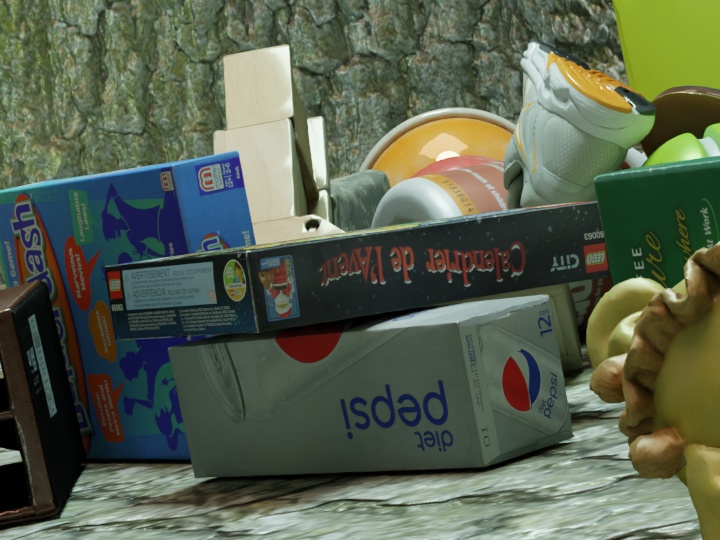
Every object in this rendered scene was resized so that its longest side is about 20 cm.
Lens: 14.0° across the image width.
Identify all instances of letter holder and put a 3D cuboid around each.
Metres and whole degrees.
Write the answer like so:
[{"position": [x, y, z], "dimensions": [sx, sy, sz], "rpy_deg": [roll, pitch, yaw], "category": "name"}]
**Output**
[{"position": [-0.222, 0.074, 1.470], "dimensions": [0.142, 0.101, 0.200], "rpy_deg": [-13, 4, -1], "category": "letter holder"}]

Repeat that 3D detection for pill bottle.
[{"position": [0.116, -0.016, 1.740], "dimensions": [0.200, 0.112, 0.112], "rpy_deg": [-13, 4, -28], "category": "pill bottle"}]

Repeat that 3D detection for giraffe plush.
[{"position": [0.161, 0.024, 0.896], "dimensions": [0.162, 0.200, 0.173], "rpy_deg": [-39, 5, 6], "category": "giraffe plush"}]

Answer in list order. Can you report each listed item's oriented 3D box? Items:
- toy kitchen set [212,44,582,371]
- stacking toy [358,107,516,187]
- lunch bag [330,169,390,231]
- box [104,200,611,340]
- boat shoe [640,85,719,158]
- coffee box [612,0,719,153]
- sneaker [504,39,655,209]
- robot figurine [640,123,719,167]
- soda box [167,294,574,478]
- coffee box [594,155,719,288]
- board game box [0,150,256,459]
[{"position": [0.025, -0.008, 1.638], "dimensions": [0.180, 0.200, 0.163], "rpy_deg": [-10, -38, 7], "category": "toy kitchen set"}, {"position": [0.073, -0.018, 1.973], "dimensions": [0.146, 0.146, 0.200], "rpy_deg": [-11, 19, -2], "category": "stacking toy"}, {"position": [-0.079, 0.012, 1.880], "dimensions": [0.200, 0.118, 0.164], "rpy_deg": [-16, 3, 14], "category": "lunch bag"}, {"position": [0.000, 0.000, 1.382], "dimensions": [0.200, 0.038, 0.137], "rpy_deg": [-9, 1, -33], "category": "box"}, {"position": [0.259, -0.053, 1.720], "dimensions": [0.200, 0.070, 0.070], "rpy_deg": [28, 26, 7], "category": "boat shoe"}, {"position": [0.307, -0.108, 1.898], "dimensions": [0.198, 0.200, 0.200], "rpy_deg": [-13, 4, -23], "category": "coffee box"}, {"position": [0.109, -0.071, 1.640], "dimensions": [0.076, 0.092, 0.200], "rpy_deg": [27, 8, 0], "category": "sneaker"}, {"position": [0.230, -0.027, 1.556], "dimensions": [0.200, 0.116, 0.175], "rpy_deg": [-11, 12, -3], "category": "robot figurine"}, {"position": [0.002, 0.055, 1.355], "dimensions": [0.063, 0.068, 0.200], "rpy_deg": [-15, 6, -43], "category": "soda box"}, {"position": [0.178, 0.010, 1.130], "dimensions": [0.044, 0.123, 0.200], "rpy_deg": [-15, 4, -36], "category": "coffee box"}, {"position": [-0.119, 0.022, 1.545], "dimensions": [0.045, 0.152, 0.200], "rpy_deg": [-14, 4, -34], "category": "board game box"}]
